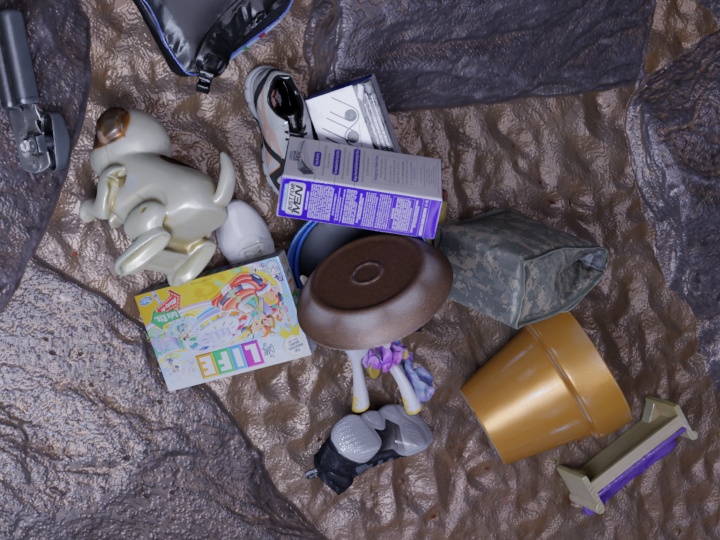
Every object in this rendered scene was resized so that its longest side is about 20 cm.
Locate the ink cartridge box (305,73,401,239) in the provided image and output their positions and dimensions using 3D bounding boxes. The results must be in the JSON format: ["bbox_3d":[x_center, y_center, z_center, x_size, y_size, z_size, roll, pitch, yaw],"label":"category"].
[{"bbox_3d":[0.006,-0.149,1.668,0.094,0.044,0.200,-17,105,11],"label":"ink cartridge box"}]

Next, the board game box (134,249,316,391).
[{"bbox_3d":[-0.171,0.065,1.609,0.200,0.034,0.135,-16,102,14],"label":"board game box"}]

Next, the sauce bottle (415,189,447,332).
[{"bbox_3d":[0.076,-0.016,1.738,0.066,0.066,0.200,7,94,-22],"label":"sauce bottle"}]

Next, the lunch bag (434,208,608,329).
[{"bbox_3d":[0.218,-0.010,1.714,0.200,0.164,0.118,-17,120,-42],"label":"lunch bag"}]

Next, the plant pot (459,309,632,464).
[{"bbox_3d":[0.246,0.171,1.763,0.183,0.200,0.200,-32,106,0],"label":"plant pot"}]

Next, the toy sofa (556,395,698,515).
[{"bbox_3d":[0.401,0.283,1.880,0.200,0.083,0.098,-34,105,-15],"label":"toy sofa"}]

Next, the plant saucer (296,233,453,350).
[{"bbox_3d":[0.012,0.015,1.540,0.200,0.200,0.037,-33,128,-16],"label":"plant saucer"}]

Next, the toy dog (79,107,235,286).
[{"bbox_3d":[-0.260,-0.109,1.541,0.139,0.200,0.194,2,136,-53],"label":"toy dog"}]

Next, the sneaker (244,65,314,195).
[{"bbox_3d":[-0.094,-0.169,1.649,0.074,0.080,0.200,-26,105,-19],"label":"sneaker"}]

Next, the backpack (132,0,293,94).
[{"bbox_3d":[-0.181,-0.348,1.561,0.190,0.154,0.200,-31,111,-8],"label":"backpack"}]

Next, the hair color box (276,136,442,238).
[{"bbox_3d":[0.000,-0.105,1.590,0.200,0.109,0.065,10,123,-3],"label":"hair color box"}]

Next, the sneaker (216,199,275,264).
[{"bbox_3d":[-0.130,0.002,1.650,0.070,0.080,0.200,-22,101,-16],"label":"sneaker"}]

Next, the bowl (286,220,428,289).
[{"bbox_3d":[0.000,0.000,1.676,0.200,0.039,0.201,1,114,3],"label":"bowl"}]

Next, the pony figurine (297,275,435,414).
[{"bbox_3d":[0.018,0.086,1.605,0.167,0.193,0.200,-43,116,-36],"label":"pony figurine"}]

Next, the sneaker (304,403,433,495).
[{"bbox_3d":[0.007,0.245,1.729,0.200,0.076,0.114,1,140,-50],"label":"sneaker"}]

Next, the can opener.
[{"bbox_3d":[-0.404,-0.218,1.548,0.067,0.053,0.200,-20,103,-51],"label":"can opener"}]
